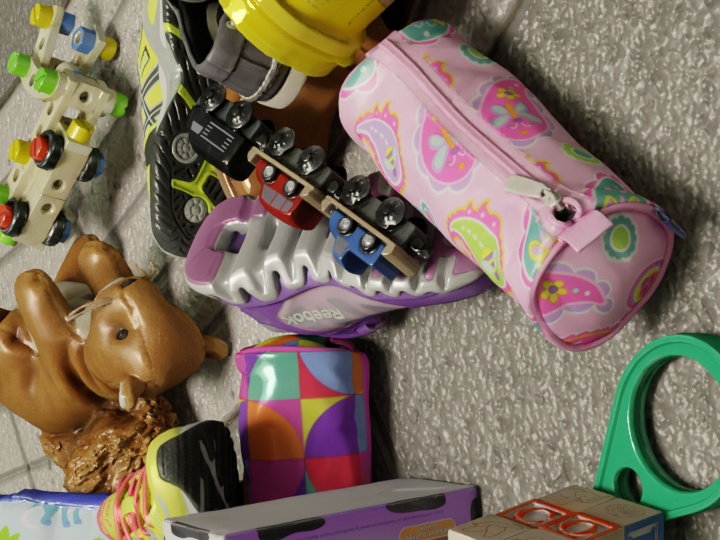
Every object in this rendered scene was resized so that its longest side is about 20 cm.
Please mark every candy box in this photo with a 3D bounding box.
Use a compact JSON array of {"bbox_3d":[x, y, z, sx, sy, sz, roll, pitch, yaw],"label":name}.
[{"bbox_3d":[-0.014,0.225,0.836,0.071,0.167,0.201,-2,92,55],"label":"candy box"}]

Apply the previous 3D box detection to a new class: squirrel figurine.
[{"bbox_3d":[-0.176,0.079,1.113,0.186,0.141,0.201,0,108,45],"label":"squirrel figurine"}]

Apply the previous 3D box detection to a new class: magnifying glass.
[{"bbox_3d":[0.130,0.109,0.747,0.080,0.022,0.200,59,135,33],"label":"magnifying glass"}]

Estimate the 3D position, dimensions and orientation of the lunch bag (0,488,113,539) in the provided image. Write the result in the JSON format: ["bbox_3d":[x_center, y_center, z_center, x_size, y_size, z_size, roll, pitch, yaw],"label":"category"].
[{"bbox_3d":[-0.176,0.251,1.055,0.169,0.127,0.201,-2,93,18],"label":"lunch bag"}]

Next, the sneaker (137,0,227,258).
[{"bbox_3d":[-0.114,-0.106,1.039,0.076,0.075,0.201,-13,72,62],"label":"sneaker"}]

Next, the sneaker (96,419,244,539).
[{"bbox_3d":[-0.115,0.145,0.914,0.200,0.090,0.079,88,-179,-65],"label":"sneaker"}]

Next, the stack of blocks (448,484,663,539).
[{"bbox_3d":[0.084,0.215,0.720,0.058,0.115,0.201,11,108,49],"label":"stack of blocks"}]

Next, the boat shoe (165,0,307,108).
[{"bbox_3d":[-0.085,-0.176,0.884,0.073,0.062,0.201,-52,44,35],"label":"boat shoe"}]

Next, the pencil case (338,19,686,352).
[{"bbox_3d":[0.068,-0.048,0.758,0.200,0.087,0.088,50,132,44],"label":"pencil case"}]

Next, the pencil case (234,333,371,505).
[{"bbox_3d":[-0.028,0.138,0.926,0.088,0.088,0.201,-2,94,55],"label":"pencil case"}]

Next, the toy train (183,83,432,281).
[{"bbox_3d":[-0.034,-0.047,0.840,0.200,0.034,0.046,35,87,40],"label":"toy train"}]

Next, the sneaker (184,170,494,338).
[{"bbox_3d":[0.000,0.000,0.875,0.199,0.089,0.081,-3,52,34],"label":"sneaker"}]

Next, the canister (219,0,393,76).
[{"bbox_3d":[0.011,-0.218,0.775,0.200,0.086,0.149,-40,52,28],"label":"canister"}]

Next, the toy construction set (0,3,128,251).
[{"bbox_3d":[-0.244,-0.093,1.193,0.131,0.092,0.201,56,136,46],"label":"toy construction set"}]

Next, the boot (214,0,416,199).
[{"bbox_3d":[-0.018,-0.117,0.902,0.155,0.076,0.201,-11,77,51],"label":"boot"}]
